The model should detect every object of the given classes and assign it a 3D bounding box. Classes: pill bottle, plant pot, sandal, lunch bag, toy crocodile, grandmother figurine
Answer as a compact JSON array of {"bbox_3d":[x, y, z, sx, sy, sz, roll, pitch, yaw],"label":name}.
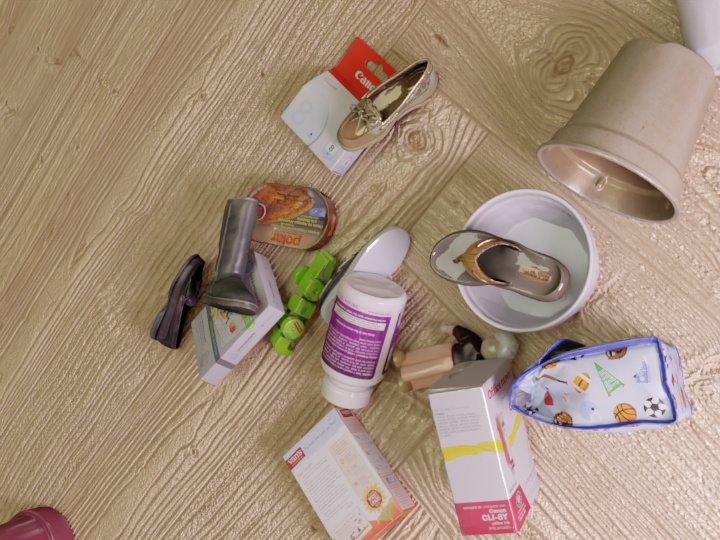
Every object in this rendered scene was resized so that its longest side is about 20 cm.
[{"bbox_3d":[-0.002,0.113,1.148,0.112,0.112,0.201,27,112,30],"label":"pill bottle"},{"bbox_3d":[0.365,-0.191,0.948,0.200,0.200,0.184,28,87,30],"label":"plant pot"},{"bbox_3d":[0.182,-0.006,0.975,0.199,0.054,0.082,21,94,31],"label":"sandal"},{"bbox_3d":[-0.725,0.605,1.491,0.199,0.179,0.202,-5,80,30],"label":"plant pot"},{"bbox_3d":[0.307,0.151,0.935,0.199,0.170,0.125,-16,73,29],"label":"lunch bag"},{"bbox_3d":[-0.099,0.058,1.256,0.201,0.062,0.067,-60,35,5],"label":"toy crocodile"},{"bbox_3d":[0.148,0.138,1.099,0.199,0.060,0.122,-21,82,30],"label":"grandmother figurine"}]

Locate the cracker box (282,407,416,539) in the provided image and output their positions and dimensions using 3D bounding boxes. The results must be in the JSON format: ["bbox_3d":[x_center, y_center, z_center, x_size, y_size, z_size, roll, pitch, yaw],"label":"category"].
[{"bbox_3d":[-0.021,0.342,1.174,0.134,0.058,0.200,-45,65,18],"label":"cracker box"}]

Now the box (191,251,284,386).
[{"bbox_3d":[-0.226,0.087,1.304,0.200,0.041,0.156,-45,39,18],"label":"box"}]

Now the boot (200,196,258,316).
[{"bbox_3d":[-0.210,-0.028,1.259,0.181,0.072,0.201,8,76,51],"label":"boot"}]

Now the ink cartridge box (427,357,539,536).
[{"bbox_3d":[0.173,0.236,0.992,0.083,0.145,0.201,-13,93,27],"label":"ink cartridge box"}]

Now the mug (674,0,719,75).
[{"bbox_3d":[0.490,-0.336,0.908,0.186,0.149,0.154,-3,90,37],"label":"mug"}]

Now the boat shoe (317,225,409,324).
[{"bbox_3d":[0.000,0.000,1.202,0.200,0.072,0.068,-52,33,9],"label":"boat shoe"}]

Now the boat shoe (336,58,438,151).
[{"bbox_3d":[0.038,-0.277,1.187,0.200,0.063,0.073,-41,74,4],"label":"boat shoe"}]

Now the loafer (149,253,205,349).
[{"bbox_3d":[-0.342,0.063,1.404,0.063,0.072,0.201,33,108,10],"label":"loafer"}]

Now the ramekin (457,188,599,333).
[{"bbox_3d":[0.244,-0.010,1.032,0.199,0.105,0.202,-4,82,30],"label":"ramekin"}]

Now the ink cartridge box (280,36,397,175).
[{"bbox_3d":[-0.029,-0.294,1.264,0.200,0.047,0.160,-50,63,18],"label":"ink cartridge box"}]

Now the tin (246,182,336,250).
[{"bbox_3d":[-0.131,-0.096,1.306,0.199,0.042,0.113,12,86,32],"label":"tin"}]
